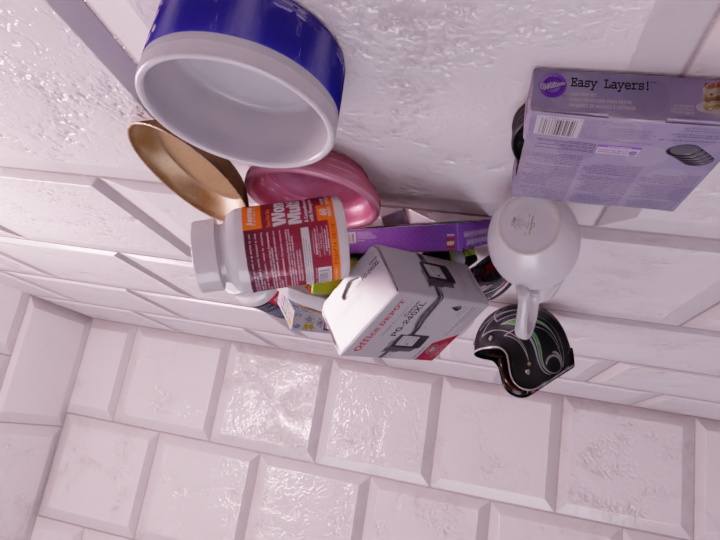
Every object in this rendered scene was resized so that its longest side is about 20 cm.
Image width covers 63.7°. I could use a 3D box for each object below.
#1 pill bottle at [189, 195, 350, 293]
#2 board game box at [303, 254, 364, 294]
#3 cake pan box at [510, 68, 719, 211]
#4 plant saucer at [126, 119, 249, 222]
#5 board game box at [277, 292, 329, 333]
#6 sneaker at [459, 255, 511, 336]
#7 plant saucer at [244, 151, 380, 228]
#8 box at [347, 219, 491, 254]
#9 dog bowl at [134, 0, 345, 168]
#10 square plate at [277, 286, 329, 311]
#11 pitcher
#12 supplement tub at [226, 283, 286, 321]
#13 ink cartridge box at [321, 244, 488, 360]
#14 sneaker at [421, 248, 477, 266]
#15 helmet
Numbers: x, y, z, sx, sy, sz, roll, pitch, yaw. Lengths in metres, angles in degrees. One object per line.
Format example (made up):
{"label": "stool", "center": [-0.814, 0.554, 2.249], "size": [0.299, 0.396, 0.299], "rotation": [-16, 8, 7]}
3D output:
{"label": "pill bottle", "center": [-0.116, -0.031, 0.758], "size": [0.194, 0.113, 0.110], "rotation": [-8, 166, -7]}
{"label": "board game box", "center": [0.000, 0.000, 0.905], "size": [0.195, 0.049, 0.101], "rotation": [2, -165, -27]}
{"label": "cake pan box", "center": [0.252, -0.125, 0.591], "size": [0.194, 0.054, 0.185], "rotation": [7, 162, 13]}
{"label": "plant saucer", "center": [-0.227, -0.140, 0.799], "size": [0.197, 0.036, 0.201], "rotation": [28, 158, 12]}
{"label": "board game box", "center": [-0.041, 0.076, 1.039], "size": [0.194, 0.035, 0.134], "rotation": [8, -167, -21]}
{"label": "sneaker", "center": [0.185, 0.039, 1.007], "size": [0.081, 0.200, 0.075], "rotation": [44, 177, 24]}
{"label": "plant saucer", "center": [-0.065, -0.119, 0.822], "size": [0.194, 0.052, 0.201], "rotation": [10, 164, 3]}
{"label": "box", "center": [0.086, -0.051, 0.881], "size": [0.195, 0.040, 0.136], "rotation": [-1, -173, 34]}
{"label": "dog bowl", "center": [-0.114, -0.184, 0.574], "size": [0.194, 0.081, 0.201], "rotation": [10, 164, 3]}
{"label": "square plate", "center": [-0.078, 0.033, 0.962], "size": [0.195, 0.029, 0.199], "rotation": [21, -174, -33]}
{"label": "pitcher", "center": [0.235, -0.004, 0.793], "size": [0.118, 0.176, 0.200], "rotation": [9, 166, 24]}
{"label": "supplement tub", "center": [-0.181, 0.017, 1.205], "size": [0.137, 0.145, 0.199], "rotation": [0, 162, 34]}
{"label": "ink cartridge box", "center": [0.064, 0.053, 0.832], "size": [0.196, 0.085, 0.146], "rotation": [9, 133, -41]}
{"label": "sneaker", "center": [0.159, -0.008, 1.016], "size": [0.080, 0.074, 0.200], "rotation": [-12, 176, -4]}
{"label": "helmet", "center": [0.357, 0.169, 1.285], "size": [0.196, 0.194, 0.201], "rotation": [-27, 160, -11]}
